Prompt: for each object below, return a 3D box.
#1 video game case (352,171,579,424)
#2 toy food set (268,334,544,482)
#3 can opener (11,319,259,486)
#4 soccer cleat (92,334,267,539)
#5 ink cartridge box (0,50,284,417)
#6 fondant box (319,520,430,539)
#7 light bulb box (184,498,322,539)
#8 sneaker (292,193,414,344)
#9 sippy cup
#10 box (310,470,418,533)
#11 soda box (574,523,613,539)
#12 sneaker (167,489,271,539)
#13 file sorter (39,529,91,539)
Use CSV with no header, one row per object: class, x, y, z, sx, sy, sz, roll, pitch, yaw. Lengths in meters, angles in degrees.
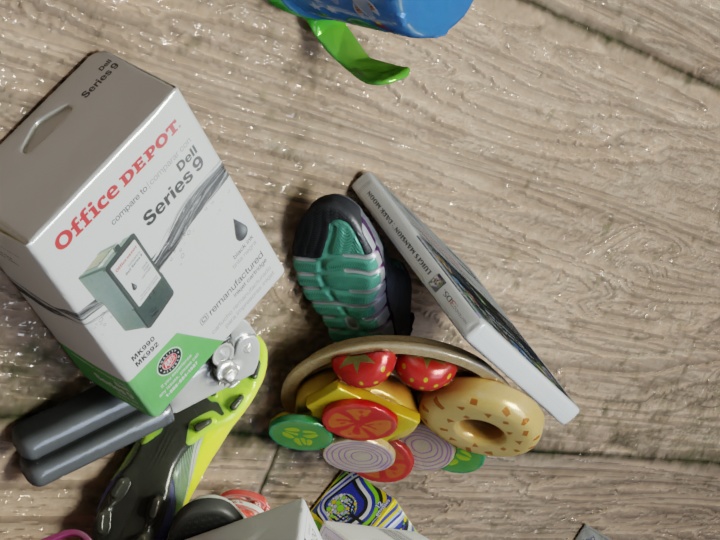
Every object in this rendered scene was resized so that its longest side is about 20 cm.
video game case,0.086,0.024,1.426,0.023,0.182,0.200,-41,144,6
toy food set,0.032,0.116,1.428,0.199,0.198,0.049,24,54,-28
can opener,-0.160,0.088,1.276,0.199,0.066,0.053,-29,132,-24
soccer cleat,-0.137,0.132,1.340,0.201,0.064,0.084,-58,173,-12
ink cartridge box,-0.155,-0.022,1.182,0.146,0.084,0.200,-49,141,-17
fondant box,-0.014,0.314,1.486,0.144,0.058,0.201,18,98,-54
light bulb box,-0.062,0.302,1.213,0.124,0.199,0.201,-20,110,10
sneaker,0.000,0.000,1.417,0.201,0.074,0.088,77,28,-43
sippy cup,0.014,-0.223,1.218,0.140,0.130,0.178,-54,143,-10
box,-0.042,0.274,1.527,0.200,0.064,0.070,-51,143,-15
soda box,0.287,0.354,1.974,0.068,0.063,0.200,-55,143,-10
sneaker,-0.105,0.203,1.369,0.202,0.067,0.108,81,9,-48
file sorter,-0.201,0.291,1.268,0.138,0.126,0.200,-23,141,7
